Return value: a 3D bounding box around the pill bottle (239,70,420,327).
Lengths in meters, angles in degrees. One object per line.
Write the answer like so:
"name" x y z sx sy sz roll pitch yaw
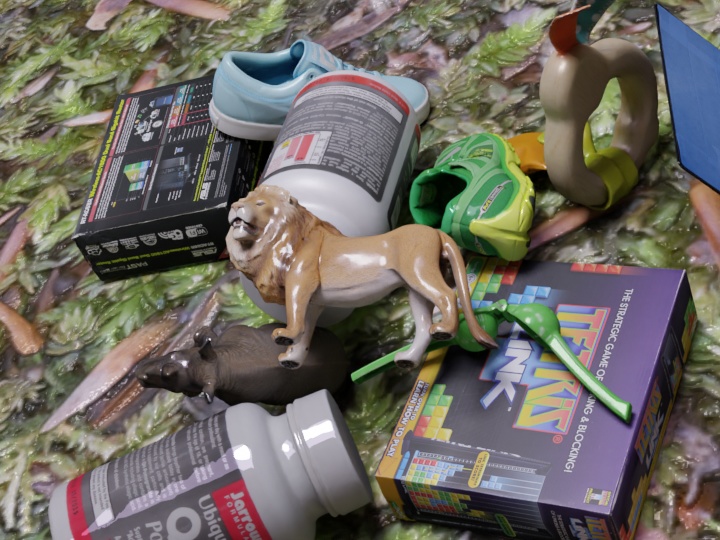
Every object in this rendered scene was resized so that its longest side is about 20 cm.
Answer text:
"pill bottle" -0.024 -0.059 1.062 0.115 0.116 0.201 -5 41 22

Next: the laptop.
"laptop" 0.327 -0.116 0.956 0.199 0.116 0.188 -11 44 16

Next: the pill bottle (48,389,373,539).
"pill bottle" -0.097 0.156 0.894 0.199 0.111 0.111 -25 41 2

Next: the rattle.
"rattle" 0.143 -0.146 1.009 0.130 0.200 0.143 -45 46 -2

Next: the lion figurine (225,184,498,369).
"lion figurine" 0.000 0.000 0.906 0.198 0.073 0.123 2 61 13

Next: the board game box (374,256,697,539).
"board game box" 0.122 0.084 0.901 0.164 0.057 0.201 3 49 30

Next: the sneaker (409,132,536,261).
"sneaker" 0.077 -0.065 1.013 0.083 0.075 0.200 8 15 -9

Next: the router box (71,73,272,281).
"router box" -0.164 -0.091 1.214 0.149 0.062 0.201 -9 44 16

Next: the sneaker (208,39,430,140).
"sneaker" -0.031 -0.159 1.162 0.198 0.082 0.074 -5 50 -14

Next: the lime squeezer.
"lime squeezer" 0.091 0.055 0.887 0.199 0.038 0.071 5 82 29

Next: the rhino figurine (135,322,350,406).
"rhino figurine" -0.084 0.067 0.948 0.087 0.199 0.060 1 90 36
